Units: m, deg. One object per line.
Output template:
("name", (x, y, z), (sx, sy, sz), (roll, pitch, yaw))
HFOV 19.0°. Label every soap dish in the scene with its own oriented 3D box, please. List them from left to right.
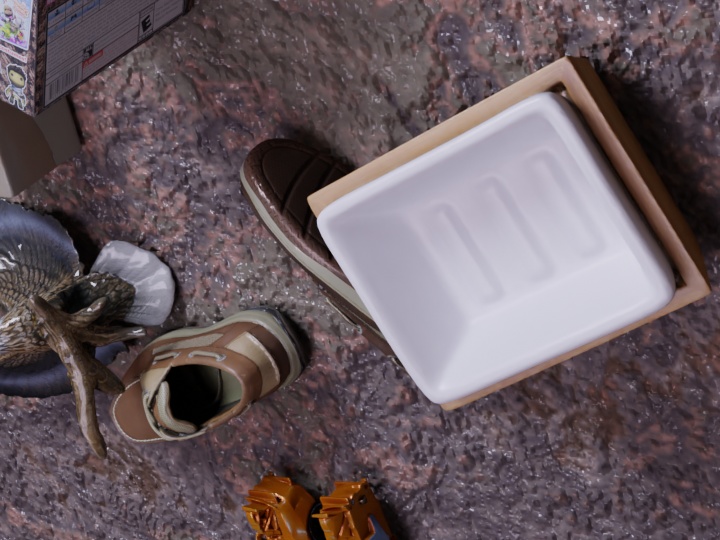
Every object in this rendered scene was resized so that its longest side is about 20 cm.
("soap dish", (0.089, -0.023, 1.249), (0.199, 0.081, 0.158), (-27, 101, 35))

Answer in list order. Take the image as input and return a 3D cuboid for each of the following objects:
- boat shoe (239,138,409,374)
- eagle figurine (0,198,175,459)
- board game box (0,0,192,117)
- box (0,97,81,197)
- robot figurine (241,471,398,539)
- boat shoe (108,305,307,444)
("boat shoe", (-0.004, 0.004, 1.373), (0.202, 0.075, 0.075), (43, 143, 6))
("eagle figurine", (-0.238, 0.035, 1.573), (0.200, 0.150, 0.153), (22, 94, 66))
("board game box", (-0.178, -0.224, 1.285), (0.097, 0.159, 0.201), (28, 133, 21))
("box", (-0.272, -0.158, 1.471), (0.095, 0.078, 0.201), (6, 123, 37))
("robot figurine", (-0.010, 0.241, 1.559), (0.144, 0.058, 0.201), (-1, 118, 41))
("boat shoe", (-0.123, 0.083, 1.526), (0.200, 0.074, 0.076), (-29, 99, 47))
